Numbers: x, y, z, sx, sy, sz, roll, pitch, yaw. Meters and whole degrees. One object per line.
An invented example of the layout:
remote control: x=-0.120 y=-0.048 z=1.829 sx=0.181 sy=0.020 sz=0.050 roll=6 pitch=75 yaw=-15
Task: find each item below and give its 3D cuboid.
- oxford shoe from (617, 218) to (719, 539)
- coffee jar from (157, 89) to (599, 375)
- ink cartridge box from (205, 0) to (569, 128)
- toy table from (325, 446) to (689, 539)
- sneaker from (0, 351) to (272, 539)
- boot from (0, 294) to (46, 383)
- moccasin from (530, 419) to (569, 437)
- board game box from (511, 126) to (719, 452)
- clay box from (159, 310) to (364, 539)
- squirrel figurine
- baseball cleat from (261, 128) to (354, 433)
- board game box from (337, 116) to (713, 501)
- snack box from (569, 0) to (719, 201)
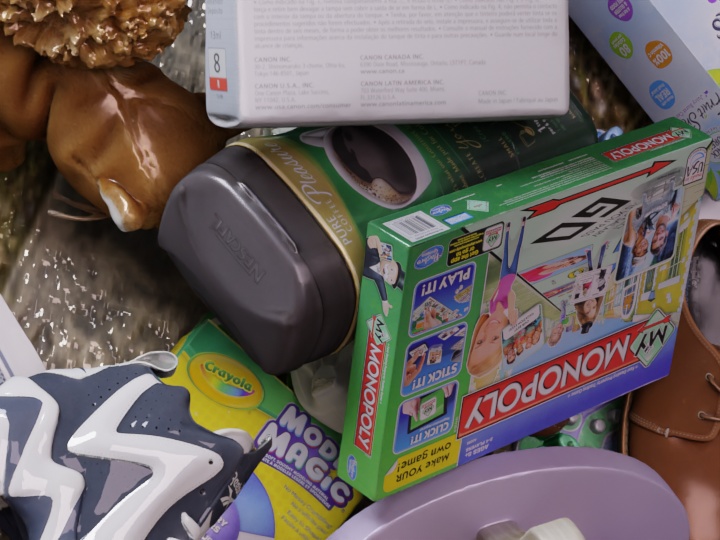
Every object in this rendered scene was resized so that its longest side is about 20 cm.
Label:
oxford shoe: x=0.172 y=0.070 z=1.301 sx=0.071 sy=0.071 sz=0.200 roll=-1 pitch=77 yaw=-22
coffee jar: x=0.009 y=-0.034 z=1.205 sx=0.200 sy=0.085 sz=0.104 roll=-28 pitch=68 yaw=-32
ink cartridge box: x=0.011 y=-0.164 z=1.143 sx=0.162 sy=0.050 sz=0.200 roll=-3 pitch=93 yaw=-23
toy table: x=0.077 y=0.170 z=1.197 sx=0.200 sy=0.117 sz=0.184 roll=-25 pitch=124 yaw=-7
sneaker: x=-0.085 y=0.126 z=1.158 sx=0.130 sy=0.079 sz=0.199 roll=-22 pitch=74 yaw=-15
boot: x=-0.226 y=0.008 z=1.194 sx=0.090 sy=0.073 sz=0.200 roll=-33 pitch=89 yaw=-30
moccasin: x=0.083 y=-0.016 z=1.310 sx=0.074 sy=0.078 sz=0.202 roll=33 pitch=48 yaw=-56
board game box: x=0.191 y=0.044 z=1.368 sx=0.200 sy=0.026 sz=0.200 roll=19 pitch=69 yaw=-15
clay box: x=-0.078 y=0.115 z=1.235 sx=0.115 sy=0.048 sz=0.200 roll=40 pitch=66 yaw=-6
squirrel figurine: x=-0.137 y=-0.107 z=1.190 sx=0.187 sy=0.200 sz=0.142 roll=45 pitch=57 yaw=10
baseball cleat: x=0.000 y=0.000 z=1.295 sx=0.106 sy=0.070 sz=0.200 roll=35 pitch=45 yaw=-45
board game box: x=0.078 y=0.015 z=1.204 sx=0.200 sy=0.135 sz=0.029 roll=-20 pitch=39 yaw=-38
snack box: x=0.194 y=-0.165 z=1.392 sx=0.169 sy=0.068 sz=0.200 roll=-38 pitch=89 yaw=-31
